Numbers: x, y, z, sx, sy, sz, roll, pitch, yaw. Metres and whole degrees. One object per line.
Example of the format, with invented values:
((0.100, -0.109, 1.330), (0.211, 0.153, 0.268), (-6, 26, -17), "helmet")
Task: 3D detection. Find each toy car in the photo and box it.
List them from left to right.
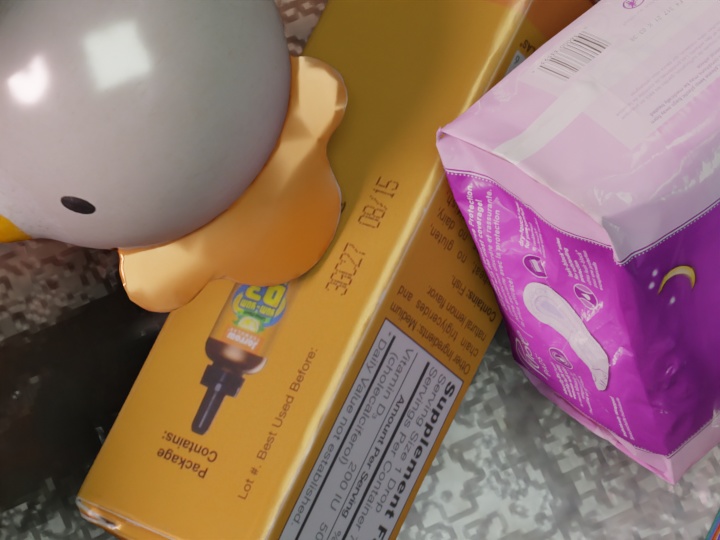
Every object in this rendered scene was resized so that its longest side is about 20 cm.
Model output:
((-0.098, -0.055, 0.790), (0.200, 0.184, 0.177), (40, 80, -2), "toy car")

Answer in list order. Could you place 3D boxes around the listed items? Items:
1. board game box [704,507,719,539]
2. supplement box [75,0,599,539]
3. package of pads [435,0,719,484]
((0.124, 0.091, 0.781), (0.045, 0.200, 0.152), (27, 80, -2), "board game box")
((0.000, 0.000, 0.841), (0.066, 0.069, 0.200), (20, 76, 35), "supplement box")
((0.124, -0.048, 0.830), (0.200, 0.121, 0.076), (-39, 47, -16), "package of pads")
